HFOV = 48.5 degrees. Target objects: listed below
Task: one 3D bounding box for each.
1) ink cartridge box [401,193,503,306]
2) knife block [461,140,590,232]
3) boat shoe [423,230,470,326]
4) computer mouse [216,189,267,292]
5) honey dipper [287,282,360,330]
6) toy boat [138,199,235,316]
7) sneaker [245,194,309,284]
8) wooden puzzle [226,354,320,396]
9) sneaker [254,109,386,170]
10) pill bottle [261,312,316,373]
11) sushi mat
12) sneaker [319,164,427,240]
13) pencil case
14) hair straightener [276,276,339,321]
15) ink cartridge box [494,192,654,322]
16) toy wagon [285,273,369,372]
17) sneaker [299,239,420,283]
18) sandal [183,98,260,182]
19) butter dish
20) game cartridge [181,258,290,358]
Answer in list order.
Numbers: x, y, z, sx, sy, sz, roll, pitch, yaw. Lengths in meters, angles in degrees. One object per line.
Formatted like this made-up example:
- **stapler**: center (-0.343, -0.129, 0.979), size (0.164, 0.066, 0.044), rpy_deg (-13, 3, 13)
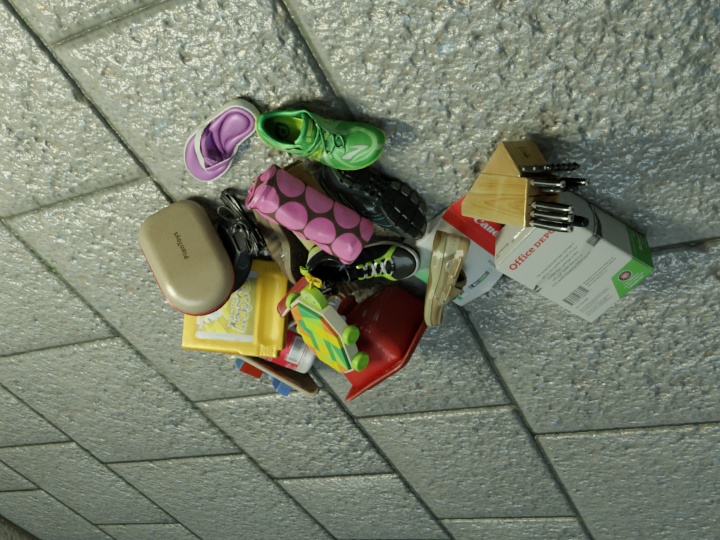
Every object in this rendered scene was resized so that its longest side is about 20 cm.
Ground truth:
- **ink cartridge box**: center (0.178, -0.032, 1.329), size (0.160, 0.051, 0.199), rpy_deg (33, 140, -22)
- **knife block**: center (0.238, -0.088, 1.136), size (0.063, 0.177, 0.201), rpy_deg (-5, 147, -27)
- **boat shoe**: center (0.142, 0.023, 1.314), size (0.063, 0.072, 0.202), rpy_deg (8, 138, 6)
- **computer mouse**: center (-0.215, -0.035, 1.405), size (0.052, 0.139, 0.201), rpy_deg (-17, 151, -36)
- **honey dipper**: center (-0.087, 0.072, 1.476), size (0.199, 0.038, 0.038), rpy_deg (-36, 124, 14)
- **toy boat**: center (-0.295, -0.013, 1.399), size (0.129, 0.202, 0.131), rpy_deg (-27, 164, -6)
- **sneaker**: center (-0.141, -0.061, 1.390), size (0.075, 0.071, 0.202), rpy_deg (18, 142, 27)
- **wooden puzzle**: center (-0.193, 0.200, 1.636), size (0.198, 0.047, 0.185), rpy_deg (27, -179, -18)
- **sneaker**: center (-0.062, -0.192, 1.170), size (0.197, 0.084, 0.075), rpy_deg (9, 96, 6)
- **pill bottle**: center (-0.178, 0.116, 1.560), size (0.197, 0.113, 0.113), rpy_deg (22, 141, -9)
- **sushi mat**: center (-0.087, -0.098, 1.294), size (0.094, 0.012, 0.200), rpy_deg (-18, 140, 18)
- **sneaker**: center (0.020, -0.113, 1.274), size (0.199, 0.076, 0.079), rpy_deg (36, 150, -16)
- **pencil case**: center (-0.081, -0.084, 1.223), size (0.199, 0.092, 0.094), rpy_deg (32, 179, -24)
- **hair straightener**: center (-0.064, 0.015, 1.419), size (0.076, 0.041, 0.201), rpy_deg (22, 114, -41)
- **ink cartridge box**: center (0.329, -0.028, 1.247), size (0.198, 0.085, 0.146), rpy_deg (28, 131, -16)
- **toy wagon**: center (-0.065, 0.089, 1.344), size (0.154, 0.040, 0.202), rpy_deg (27, 150, 37)
- **sneaker**: center (0.000, 0.000, 1.317), size (0.197, 0.083, 0.073), rpy_deg (0, 122, 11)
- **sandal**: center (-0.227, -0.196, 1.252), size (0.082, 0.050, 0.202), rpy_deg (29, 139, -18)
- **butter dish**: center (0.020, 0.105, 1.448), size (0.148, 0.201, 0.199), rpy_deg (43, 136, -8)
- **game cartridge**: center (-0.229, 0.065, 1.481), size (0.197, 0.179, 0.032), rpy_deg (3, 177, 13)
